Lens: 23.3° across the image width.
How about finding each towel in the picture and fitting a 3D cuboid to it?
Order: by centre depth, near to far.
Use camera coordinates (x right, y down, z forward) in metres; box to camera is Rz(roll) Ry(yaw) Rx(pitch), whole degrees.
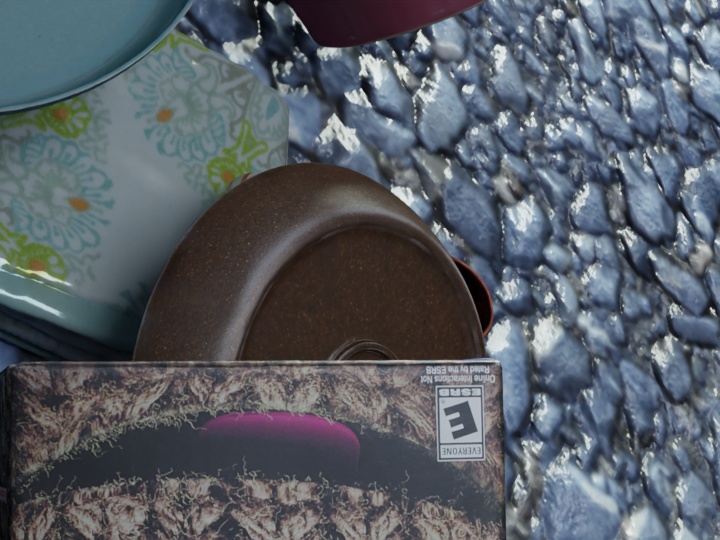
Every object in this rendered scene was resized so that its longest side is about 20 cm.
[{"bbox_3d":[-0.115,-0.043,0.753,0.200,0.048,0.172,28,55,-33],"label":"towel"}]

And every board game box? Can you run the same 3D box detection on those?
[{"bbox_3d":[-0.039,0.130,0.574,0.159,0.097,0.201,0,85,-14],"label":"board game box"}]

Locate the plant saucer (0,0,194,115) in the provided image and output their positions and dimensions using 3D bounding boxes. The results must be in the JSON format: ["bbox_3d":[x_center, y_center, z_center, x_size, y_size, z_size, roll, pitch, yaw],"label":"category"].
[{"bbox_3d":[-0.158,-0.141,0.707,0.200,0.027,0.201,3,61,-6],"label":"plant saucer"}]

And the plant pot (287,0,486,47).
[{"bbox_3d":[0.004,-0.217,0.860,0.200,0.200,0.179,-43,118,-46],"label":"plant pot"}]

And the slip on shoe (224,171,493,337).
[{"bbox_3d":[0.000,0.000,0.794,0.200,0.061,0.074,28,57,-56],"label":"slip on shoe"}]

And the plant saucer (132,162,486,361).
[{"bbox_3d":[-0.008,0.055,0.722,0.200,0.034,0.201,-3,94,-46],"label":"plant saucer"}]
